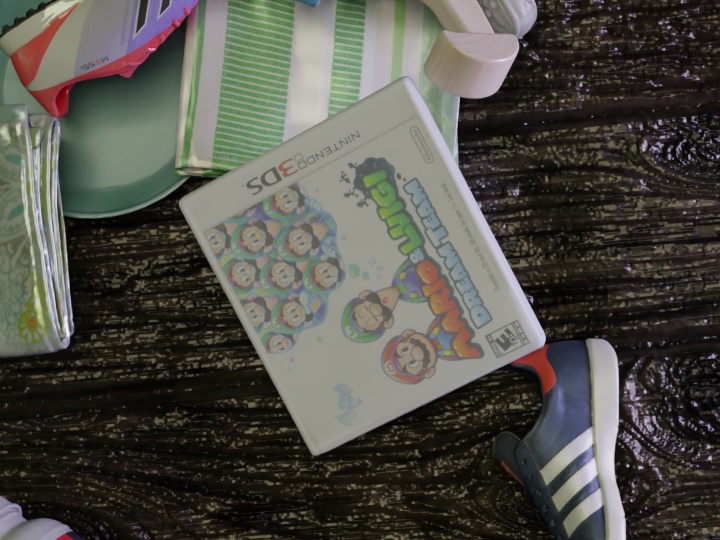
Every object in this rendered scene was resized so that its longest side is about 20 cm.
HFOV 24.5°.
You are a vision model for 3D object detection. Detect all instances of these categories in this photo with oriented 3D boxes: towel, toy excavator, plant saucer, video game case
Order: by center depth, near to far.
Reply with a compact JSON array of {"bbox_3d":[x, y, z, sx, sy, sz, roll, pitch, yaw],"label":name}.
[{"bbox_3d":[0.000,0.000,1.115,0.181,0.024,0.201,-27,95,15],"label":"video game case"},{"bbox_3d":[0.012,-0.216,1.127,0.199,0.100,0.195,16,45,-10],"label":"toy excavator"},{"bbox_3d":[-0.296,-0.021,1.150,0.198,0.048,0.173,-5,89,14],"label":"towel"},{"bbox_3d":[-0.026,-0.130,1.158,0.198,0.023,0.154,4,82,-8],"label":"towel"},{"bbox_3d":[-0.186,-0.133,1.185,0.198,0.036,0.202,-1,81,4],"label":"plant saucer"}]

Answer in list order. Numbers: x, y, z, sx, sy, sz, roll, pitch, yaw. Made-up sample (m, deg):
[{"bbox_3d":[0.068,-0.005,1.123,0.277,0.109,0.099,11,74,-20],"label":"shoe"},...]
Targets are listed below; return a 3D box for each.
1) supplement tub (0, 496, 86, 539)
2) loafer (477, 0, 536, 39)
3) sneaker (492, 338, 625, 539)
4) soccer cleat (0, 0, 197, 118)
[{"bbox_3d":[-0.194,0.252,1.080,0.199,0.140,0.141,33,86,8],"label":"supplement tub"},{"bbox_3d":[0.075,-0.254,1.163,0.069,0.070,0.201,-23,79,-19],"label":"loafer"},{"bbox_3d":[0.131,0.146,1.106,0.084,0.075,0.201,-1,72,3],"label":"sneaker"},{"bbox_3d":[-0.151,-0.174,1.123,0.199,0.068,0.074,-25,99,20],"label":"soccer cleat"}]
